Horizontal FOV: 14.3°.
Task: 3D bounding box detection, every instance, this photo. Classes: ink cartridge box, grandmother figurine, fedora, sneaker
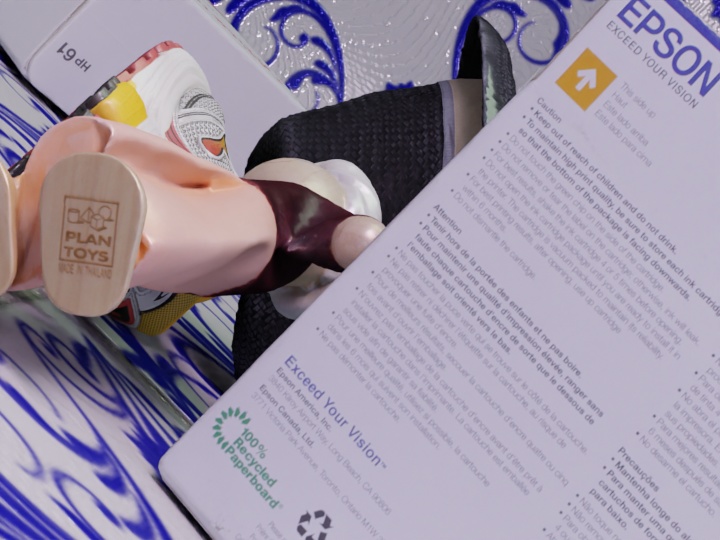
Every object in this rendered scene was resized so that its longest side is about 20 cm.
[{"bbox_3d":[0.073,0.052,0.772,0.196,0.200,0.043,48,5,30],"label":"ink cartridge box"},{"bbox_3d":[-0.045,-0.013,0.852,0.121,0.061,0.200,13,6,21],"label":"grandmother figurine"},{"bbox_3d":[0.000,0.000,1.059,0.091,0.201,0.201,5,9,-4],"label":"fedora"},{"bbox_3d":[-0.129,-0.129,1.434,0.145,0.085,0.200,42,6,-40],"label":"ink cartridge box"},{"bbox_3d":[-0.077,-0.022,1.007,0.082,0.078,0.200,48,13,-7],"label":"sneaker"}]
